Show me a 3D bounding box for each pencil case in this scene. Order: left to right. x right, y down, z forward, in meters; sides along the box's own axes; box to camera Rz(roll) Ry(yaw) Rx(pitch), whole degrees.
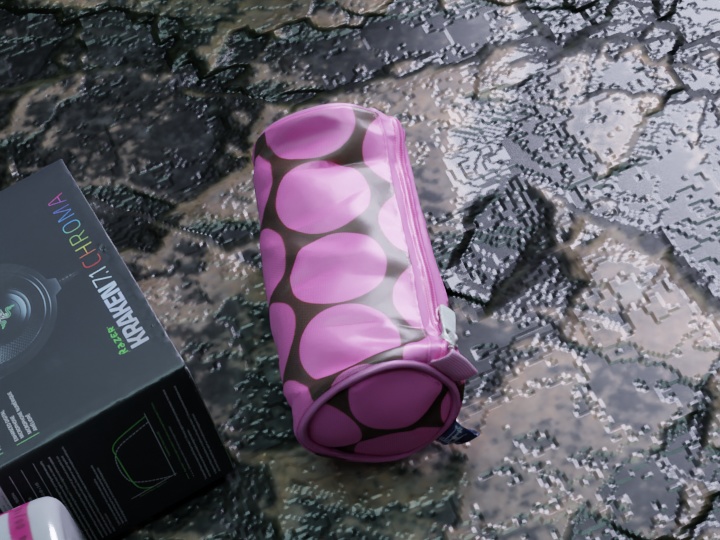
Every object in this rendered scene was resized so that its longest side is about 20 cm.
[{"bbox_3d":[0.000,0.000,1.059,0.094,0.091,0.201,-41,43,28],"label":"pencil case"}]

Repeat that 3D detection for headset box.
[{"bbox_3d":[-0.194,0.067,1.053,0.199,0.093,0.174,-28,48,-8],"label":"headset box"}]

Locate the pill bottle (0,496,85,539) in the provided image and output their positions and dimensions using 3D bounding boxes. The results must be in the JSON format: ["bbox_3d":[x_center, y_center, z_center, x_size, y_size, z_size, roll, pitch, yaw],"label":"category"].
[{"bbox_3d":[-0.208,0.190,0.939,0.199,0.114,0.114,-23,48,-4],"label":"pill bottle"}]
